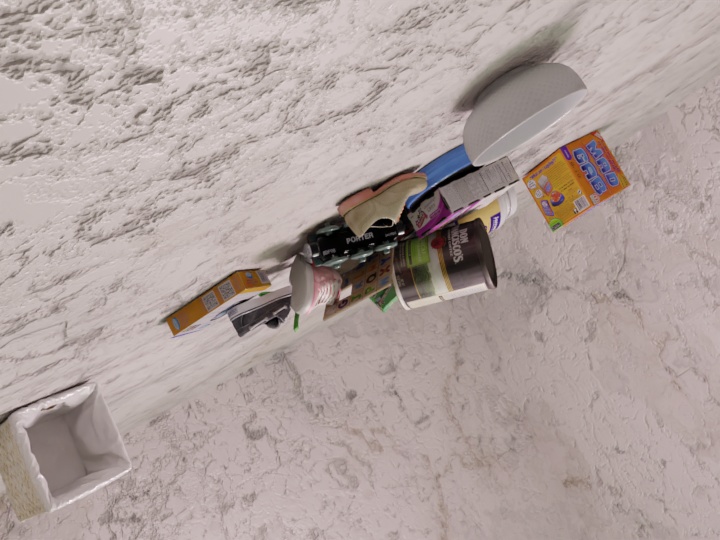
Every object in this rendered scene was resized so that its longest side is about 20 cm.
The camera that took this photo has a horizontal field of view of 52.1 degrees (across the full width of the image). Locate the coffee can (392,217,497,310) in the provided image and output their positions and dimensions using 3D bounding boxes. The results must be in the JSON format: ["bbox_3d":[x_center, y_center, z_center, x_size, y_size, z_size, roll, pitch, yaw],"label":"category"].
[{"bbox_3d":[0.173,-0.011,1.538,0.195,0.150,0.146,-15,178,18],"label":"coffee can"}]

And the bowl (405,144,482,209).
[{"bbox_3d":[0.165,-0.186,1.456,0.198,0.040,0.201,-31,174,-4],"label":"bowl"}]

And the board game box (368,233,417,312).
[{"bbox_3d":[0.078,-0.018,1.708,0.199,0.134,0.029,-42,160,-13],"label":"board game box"}]

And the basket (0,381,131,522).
[{"bbox_3d":[-0.603,0.360,1.467,0.159,0.204,0.197,-26,176,36],"label":"basket"}]

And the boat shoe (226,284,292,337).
[{"bbox_3d":[-0.173,0.081,1.458,0.071,0.069,0.198,-31,173,40],"label":"boat shoe"}]

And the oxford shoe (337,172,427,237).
[{"bbox_3d":[0.050,-0.115,1.307,0.197,0.075,0.071,-27,173,-29],"label":"oxford shoe"}]

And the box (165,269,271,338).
[{"bbox_3d":[-0.274,0.065,1.387,0.197,0.042,0.119,-30,174,15],"label":"box"}]

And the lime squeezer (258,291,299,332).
[{"bbox_3d":[-0.153,0.069,1.574,0.071,0.038,0.199,-51,-143,-4],"label":"lime squeezer"}]

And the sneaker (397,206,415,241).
[{"bbox_3d":[0.066,-0.083,1.639,0.097,0.072,0.200,-19,166,-47],"label":"sneaker"}]

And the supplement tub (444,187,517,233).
[{"bbox_3d":[0.241,-0.139,1.668,0.197,0.148,0.145,-27,173,-18],"label":"supplement tub"}]

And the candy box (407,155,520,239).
[{"bbox_3d":[0.207,-0.147,1.479,0.197,0.062,0.136,-26,174,-31],"label":"candy box"}]

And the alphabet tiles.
[{"bbox_3d":[0.000,0.000,1.491,0.165,0.008,0.202,-30,-150,25],"label":"alphabet tiles"}]

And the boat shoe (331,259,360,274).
[{"bbox_3d":[-0.012,-0.057,1.507,0.197,0.072,0.060,-32,-159,9],"label":"boat shoe"}]

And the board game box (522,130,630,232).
[{"bbox_3d":[0.674,-0.279,2.313,0.197,0.203,0.200,-26,173,-31],"label":"board game box"}]

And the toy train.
[{"bbox_3d":[-0.015,-0.055,1.390,0.195,0.087,0.114,-16,179,-18],"label":"toy train"}]

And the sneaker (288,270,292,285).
[{"bbox_3d":[-0.094,0.010,1.631,0.198,0.072,0.112,-28,171,-39],"label":"sneaker"}]

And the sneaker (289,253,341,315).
[{"bbox_3d":[-0.078,0.035,1.409,0.077,0.103,0.201,-61,-163,16],"label":"sneaker"}]

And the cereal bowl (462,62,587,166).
[{"bbox_3d":[0.235,-0.246,1.108,0.197,0.085,0.200,-29,173,-4],"label":"cereal bowl"}]
